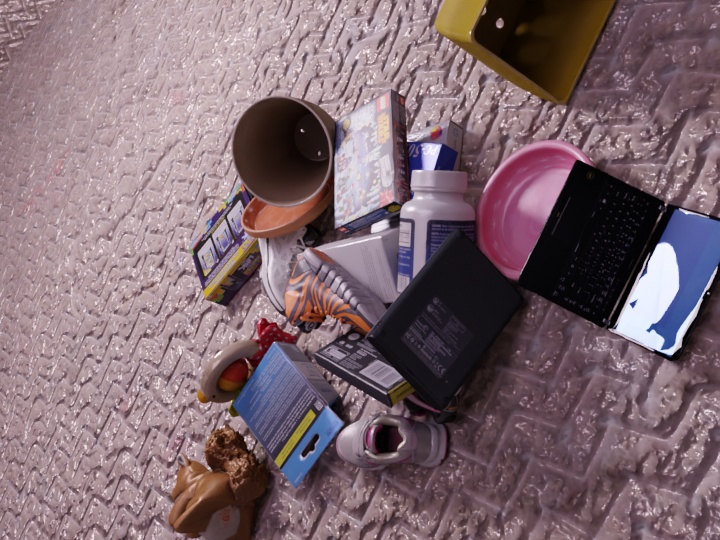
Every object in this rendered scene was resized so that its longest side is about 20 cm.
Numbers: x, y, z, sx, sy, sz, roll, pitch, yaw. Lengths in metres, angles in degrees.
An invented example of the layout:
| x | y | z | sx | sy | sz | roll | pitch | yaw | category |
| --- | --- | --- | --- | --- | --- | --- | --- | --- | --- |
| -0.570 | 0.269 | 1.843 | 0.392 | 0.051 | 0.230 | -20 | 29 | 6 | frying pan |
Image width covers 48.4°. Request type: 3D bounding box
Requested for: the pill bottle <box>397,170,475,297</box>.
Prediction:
| x | y | z | sx | sy | sz | roll | pitch | yaw | category |
| --- | --- | --- | --- | --- | --- | --- | --- | --- | --- |
| 0.111 | -0.042 | 1.165 | 0.110 | 0.110 | 0.204 | 8 | 98 | 48 | pill bottle |

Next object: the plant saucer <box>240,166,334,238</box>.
| x | y | z | sx | sy | sz | roll | pitch | yaw | category |
| --- | --- | --- | --- | --- | --- | --- | --- | --- | --- |
| -0.130 | -0.124 | 1.496 | 0.197 | 0.033 | 0.202 | -20 | 32 | 13 | plant saucer |

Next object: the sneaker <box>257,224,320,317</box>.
| x | y | z | sx | sy | sz | roll | pitch | yaw | category |
| --- | --- | --- | --- | --- | --- | --- | --- | --- | --- |
| -0.124 | -0.021 | 1.474 | 0.115 | 0.075 | 0.203 | -31 | 57 | 27 | sneaker |

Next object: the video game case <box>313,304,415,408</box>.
| x | y | z | sx | sy | sz | roll | pitch | yaw | category |
| --- | --- | --- | --- | --- | --- | --- | --- | --- | --- |
| 0.054 | 0.112 | 1.163 | 0.179 | 0.026 | 0.199 | -30 | 26 | -24 | video game case |

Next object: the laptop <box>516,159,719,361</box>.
| x | y | z | sx | sy | sz | roll | pitch | yaw | category |
| --- | --- | --- | --- | --- | --- | --- | --- | --- | --- |
| 0.320 | -0.018 | 0.973 | 0.198 | 0.103 | 0.179 | 27 | 93 | 6 | laptop |

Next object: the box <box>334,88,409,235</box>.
| x | y | z | sx | sy | sz | roll | pitch | yaw | category |
| --- | --- | --- | --- | --- | --- | --- | --- | --- | --- |
| 0.015 | -0.174 | 1.290 | 0.136 | 0.040 | 0.203 | -22 | 60 | 40 | box |

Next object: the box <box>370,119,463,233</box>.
| x | y | z | sx | sy | sz | roll | pitch | yaw | category |
| --- | --- | --- | --- | --- | --- | --- | --- | --- | --- |
| 0.090 | -0.132 | 1.320 | 0.154 | 0.041 | 0.204 | -10 | 67 | 44 | box |

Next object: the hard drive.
| x | y | z | sx | sy | sz | roll | pitch | yaw | category |
| --- | --- | --- | --- | --- | --- | --- | --- | --- | --- |
| 0.118 | 0.063 | 1.072 | 0.200 | 0.140 | 0.033 | -49 | 10 | -20 | hard drive |

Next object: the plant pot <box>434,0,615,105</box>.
| x | y | z | sx | sy | sz | roll | pitch | yaw | category |
| --- | --- | --- | --- | --- | --- | --- | --- | --- | --- |
| 0.225 | -0.387 | 1.185 | 0.176 | 0.198 | 0.202 | 31 | 96 | 59 | plant pot |

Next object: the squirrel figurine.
| x | y | z | sx | sy | sz | roll | pitch | yaw | category |
| --- | --- | --- | --- | --- | --- | --- | --- | --- | --- |
| -0.257 | 0.380 | 1.423 | 0.201 | 0.141 | 0.186 | -54 | 31 | -6 | squirrel figurine |

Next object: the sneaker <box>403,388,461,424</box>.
| x | y | z | sx | sy | sz | roll | pitch | yaw | category |
| --- | --- | --- | --- | --- | --- | --- | --- | --- | --- |
| 0.075 | 0.169 | 1.182 | 0.199 | 0.079 | 0.088 | 24 | 119 | 61 | sneaker |

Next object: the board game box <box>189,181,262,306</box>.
| x | y | z | sx | sy | sz | roll | pitch | yaw | category |
| --- | --- | --- | --- | --- | --- | --- | --- | --- | --- |
| -0.261 | -0.056 | 1.650 | 0.200 | 0.056 | 0.166 | -47 | 47 | 22 | board game box |

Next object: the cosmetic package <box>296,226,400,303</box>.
| x | y | z | sx | sy | sz | roll | pitch | yaw | category |
| --- | --- | --- | --- | --- | --- | --- | --- | --- | --- |
| 0.000 | 0.000 | 1.297 | 0.198 | 0.084 | 0.109 | -9 | 101 | 45 | cosmetic package |

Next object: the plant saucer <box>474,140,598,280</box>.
| x | y | z | sx | sy | sz | roll | pitch | yaw | category |
| --- | --- | --- | --- | --- | --- | --- | --- | --- | --- |
| 0.252 | -0.079 | 1.117 | 0.199 | 0.050 | 0.204 | -20 | 60 | 40 | plant saucer |

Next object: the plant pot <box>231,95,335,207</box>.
| x | y | z | sx | sy | sz | roll | pitch | yaw | category |
| --- | --- | --- | --- | --- | --- | --- | --- | --- | --- |
| -0.108 | -0.230 | 1.448 | 0.184 | 0.200 | 0.191 | 5 | 108 | 15 | plant pot |

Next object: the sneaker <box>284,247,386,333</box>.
| x | y | z | sx | sy | sz | roll | pitch | yaw | category |
| --- | --- | --- | --- | --- | --- | --- | --- | --- | --- |
| -0.042 | 0.063 | 1.228 | 0.200 | 0.077 | 0.113 | 42 | 107 | 36 | sneaker |

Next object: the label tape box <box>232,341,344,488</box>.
| x | y | z | sx | sy | sz | roll | pitch | yaw | category |
| --- | --- | --- | --- | --- | --- | --- | --- | --- | --- |
| -0.111 | 0.240 | 1.348 | 0.200 | 0.066 | 0.144 | 44 | 106 | 31 | label tape box |

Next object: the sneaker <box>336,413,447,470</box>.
| x | y | z | sx | sy | sz | roll | pitch | yaw | category |
| --- | --- | --- | --- | --- | --- | --- | --- | --- | --- |
| 0.029 | 0.248 | 1.183 | 0.198 | 0.088 | 0.083 | -17 | 61 | 42 | sneaker |

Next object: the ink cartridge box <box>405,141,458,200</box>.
| x | y | z | sx | sy | sz | roll | pitch | yaw | category |
| --- | --- | --- | --- | --- | --- | --- | --- | --- | --- |
| 0.062 | -0.160 | 1.298 | 0.198 | 0.044 | 0.096 | 15 | 86 | 49 | ink cartridge box |

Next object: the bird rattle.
| x | y | z | sx | sy | sz | roll | pitch | yaw | category |
| --- | --- | --- | --- | --- | --- | --- | --- | --- | --- |
| -0.206 | 0.178 | 1.423 | 0.113 | 0.162 | 0.201 | 50 | 121 | 26 | bird rattle |
